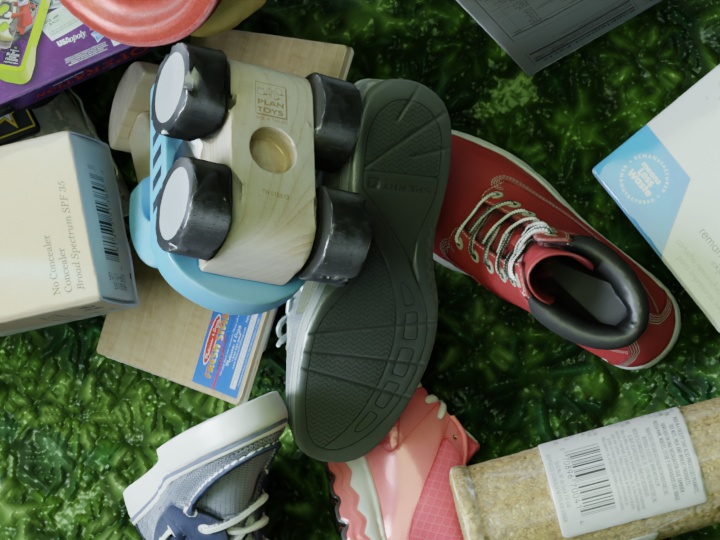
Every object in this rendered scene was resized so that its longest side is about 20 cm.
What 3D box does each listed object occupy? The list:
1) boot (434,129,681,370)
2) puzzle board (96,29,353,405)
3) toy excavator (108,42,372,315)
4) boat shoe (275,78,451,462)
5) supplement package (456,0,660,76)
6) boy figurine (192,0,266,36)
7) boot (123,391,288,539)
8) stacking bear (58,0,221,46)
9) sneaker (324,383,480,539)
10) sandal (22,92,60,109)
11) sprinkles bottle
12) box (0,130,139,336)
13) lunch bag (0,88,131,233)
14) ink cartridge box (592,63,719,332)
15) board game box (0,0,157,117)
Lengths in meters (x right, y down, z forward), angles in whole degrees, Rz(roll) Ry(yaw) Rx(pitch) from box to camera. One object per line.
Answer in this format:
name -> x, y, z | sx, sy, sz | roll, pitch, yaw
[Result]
boot -> 0.075, -0.022, 1.201 | 0.200, 0.144, 0.073 | 34, 94, 17
puzzle board -> -0.075, -0.034, 1.271 | 0.150, 0.017, 0.201 | 15, 88, 51
toy excavator -> -0.086, -0.053, 1.202 | 0.099, 0.200, 0.196 | 10, 62, -26
boat shoe -> -0.001, -0.001, 1.200 | 0.074, 0.065, 0.203 | 7, 94, -23
supplement package -> 0.099, -0.218, 1.186 | 0.150, 0.200, 0.152 | -29, 77, 10
boy figurine -> -0.150, -0.166, 1.243 | 0.199, 0.064, 0.125 | -1, 80, -7
boot -> -0.068, 0.130, 1.211 | 0.072, 0.200, 0.091 | -23, 81, -21
stacking bear -> -0.073, -0.214, 1.166 | 0.121, 0.114, 0.200 | 41, 56, 0
sneaker -> 0.019, 0.087, 1.254 | 0.086, 0.074, 0.201 | -12, 81, -5
sandal -> -0.146, -0.175, 1.293 | 0.075, 0.045, 0.200 | 32, 64, 5
sprinkles bottle -> 0.148, 0.109, 1.185 | 0.199, 0.068, 0.069 | -15, 80, 1
box -> -0.227, -0.005, 1.203 | 0.199, 0.078, 0.096 | -14, 85, 9
lunch bag -> -0.244, -0.049, 1.308 | 0.200, 0.118, 0.164 | -34, 79, 3
ink cartridge box -> 0.237, -0.069, 1.200 | 0.200, 0.068, 0.116 | -40, 76, 8
board game box -> -0.219, -0.130, 1.182 | 0.199, 0.032, 0.121 | -24, 82, -10
